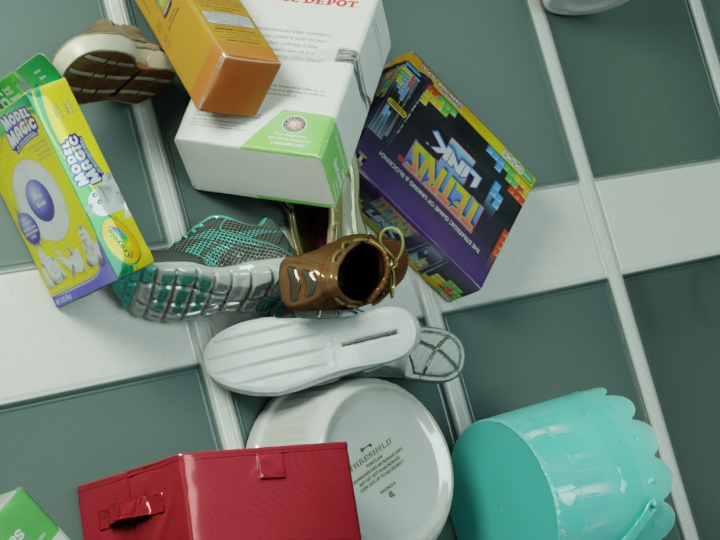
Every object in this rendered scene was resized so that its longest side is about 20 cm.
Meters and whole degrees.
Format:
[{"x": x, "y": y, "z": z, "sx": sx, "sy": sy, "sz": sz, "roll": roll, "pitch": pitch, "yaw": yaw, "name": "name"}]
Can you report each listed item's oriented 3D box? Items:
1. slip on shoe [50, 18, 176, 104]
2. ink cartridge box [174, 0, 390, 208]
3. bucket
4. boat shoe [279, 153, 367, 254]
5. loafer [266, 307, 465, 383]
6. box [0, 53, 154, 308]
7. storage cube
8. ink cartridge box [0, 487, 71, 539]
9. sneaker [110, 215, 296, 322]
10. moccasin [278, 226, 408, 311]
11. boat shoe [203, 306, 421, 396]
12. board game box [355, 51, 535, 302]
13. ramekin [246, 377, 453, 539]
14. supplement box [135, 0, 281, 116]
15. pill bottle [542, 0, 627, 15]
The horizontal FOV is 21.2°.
[{"x": -0.225, "y": -0.191, "z": 1.694, "sx": 0.061, "sy": 0.076, "sz": 0.200, "roll": 56, "pitch": 17, "yaw": 8, "name": "slip on shoe"}, {"x": -0.069, "y": -0.169, "z": 1.798, "sx": 0.084, "sy": 0.145, "sz": 0.200, "roll": 73, "pitch": 31, "yaw": -54, "name": "ink cartridge box"}, {"x": 0.188, "y": 0.220, "z": 1.858, "sx": 0.135, "sy": 0.207, "sz": 0.208, "roll": -9, "pitch": 81, "yaw": -32, "name": "bucket"}, {"x": -0.043, "y": -0.075, "z": 1.845, "sx": 0.066, "sy": 0.074, "sz": 0.200, "roll": -10, "pitch": 82, "yaw": -47, "name": "boat shoe"}, {"x": -0.001, "y": 0.072, "z": 1.842, "sx": 0.200, "sy": 0.063, "sz": 0.072, "roll": 15, "pitch": 80, "yaw": -16, "name": "loafer"}, {"x": -0.260, "y": -0.076, "z": 1.635, "sx": 0.048, "sy": 0.117, "sz": 0.200, "roll": -26, "pitch": 92, "yaw": -38, "name": "box"}, {"x": -0.111, "y": 0.249, "z": 1.613, "sx": 0.200, "sy": 0.171, "sz": 0.180, "roll": 1, "pitch": 75, "yaw": -39, "name": "storage cube"}, {"x": -0.255, "y": 0.276, "z": 1.500, "sx": 0.200, "sy": 0.147, "sz": 0.083, "roll": 50, "pitch": 52, "yaw": -14, "name": "ink cartridge box"}, {"x": -0.143, "y": -0.008, "z": 1.753, "sx": 0.200, "sy": 0.078, "sz": 0.091, "roll": 0, "pitch": 50, "yaw": -34, "name": "sneaker"}, {"x": 0.000, "y": -0.002, "z": 1.759, "sx": 0.201, "sy": 0.078, "sz": 0.074, "roll": 0, "pitch": 87, "yaw": -65, "name": "moccasin"}, {"x": -0.041, "y": 0.079, "z": 1.758, "sx": 0.200, "sy": 0.071, "sz": 0.072, "roll": -7, "pitch": 76, "yaw": 5, "name": "boat shoe"}, {"x": 0.072, "y": -0.096, "z": 1.960, "sx": 0.200, "sy": 0.057, "sz": 0.165, "roll": 43, "pitch": 51, "yaw": -20, "name": "board game box"}, {"x": -0.002, "y": 0.191, "z": 1.775, "sx": 0.202, "sy": 0.094, "sz": 0.203, "roll": 14, "pitch": 67, "yaw": -36, "name": "ramekin"}, {"x": -0.147, "y": -0.228, "z": 1.751, "sx": 0.069, "sy": 0.067, "sz": 0.200, "roll": 1, "pitch": 42, "yaw": -37, "name": "supplement box"}, {"x": 0.245, "y": -0.399, "z": 2.171, "sx": 0.111, "sy": 0.111, "sz": 0.200, "roll": 2, "pitch": 74, "yaw": -39, "name": "pill bottle"}]
